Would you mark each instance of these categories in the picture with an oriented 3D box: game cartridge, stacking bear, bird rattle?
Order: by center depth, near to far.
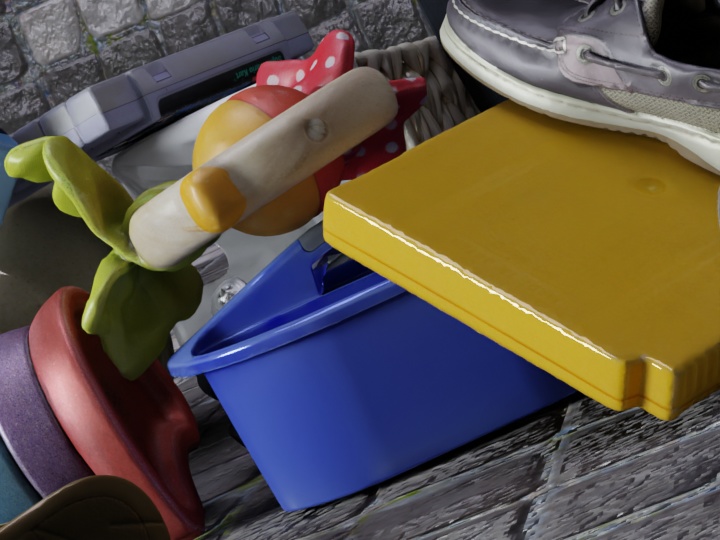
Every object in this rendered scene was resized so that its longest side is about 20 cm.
[{"bbox_3d":[0.114,-0.021,1.029,0.200,0.033,0.176,-28,44,-36],"label":"game cartridge"},{"bbox_3d":[-0.041,-0.039,1.120,0.199,0.113,0.163,-24,2,-25],"label":"bird rattle"},{"bbox_3d":[-0.183,0.104,1.152,0.199,0.114,0.122,-32,25,10],"label":"stacking bear"},{"bbox_3d":[-0.122,-0.086,1.403,0.129,0.039,0.200,-21,5,36],"label":"game cartridge"}]

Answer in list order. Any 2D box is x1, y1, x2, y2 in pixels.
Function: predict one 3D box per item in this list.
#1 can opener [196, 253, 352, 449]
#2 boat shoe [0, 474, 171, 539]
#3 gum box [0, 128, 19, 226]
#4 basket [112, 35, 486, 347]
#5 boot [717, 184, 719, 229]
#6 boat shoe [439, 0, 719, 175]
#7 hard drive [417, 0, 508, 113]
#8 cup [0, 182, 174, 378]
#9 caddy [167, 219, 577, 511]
[{"bbox_3d":[0.000,0.000,1.220,0.200,0.079,0.063,-44,26,9],"label":"can opener"},{"bbox_3d":[-0.160,0.144,0.937,0.199,0.074,0.066,-25,-7,-26],"label":"boat shoe"},{"bbox_3d":[-0.279,0.008,1.287,0.169,0.201,0.045,14,13,-30],"label":"gum box"},{"bbox_3d":[-0.014,-0.038,1.353,0.123,0.136,0.200,-22,2,-40],"label":"basket"},{"bbox_3d":[0.212,-0.024,0.880,0.199,0.074,0.151,-7,12,18],"label":"boot"},{"bbox_3d":[0.122,-0.090,1.046,0.199,0.065,0.072,25,39,31],"label":"boat shoe"},{"bbox_3d":[0.106,-0.082,1.257,0.042,0.200,0.135,-38,10,-20],"label":"hard drive"},{"bbox_3d":[-0.187,0.046,1.428,0.200,0.201,0.143,-28,32,-36],"label":"cup"},{"bbox_3d":[0.016,0.020,1.112,0.199,0.105,0.141,-24,7,-5],"label":"caddy"}]
